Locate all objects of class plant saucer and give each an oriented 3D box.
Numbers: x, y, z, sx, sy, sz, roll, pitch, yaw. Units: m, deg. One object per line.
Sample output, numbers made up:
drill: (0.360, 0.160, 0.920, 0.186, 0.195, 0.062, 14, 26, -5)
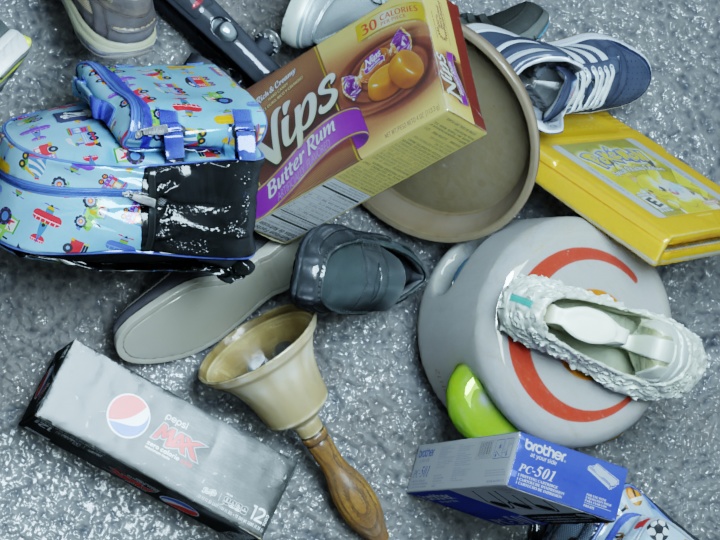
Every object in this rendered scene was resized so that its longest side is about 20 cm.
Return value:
plant saucer: (0.055, -0.116, 1.542, 0.200, 0.200, 0.029, 52, 41, -4)

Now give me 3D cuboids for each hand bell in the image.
hand bell: (-0.032, 0.134, 1.528, 0.104, 0.104, 0.200, -40, 112, -23)

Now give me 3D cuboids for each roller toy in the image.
roller toy: (0.147, 0.049, 1.578, 0.200, 0.140, 0.183, 4, 88, -26)

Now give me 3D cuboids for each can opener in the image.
can opener: (-0.134, -0.203, 1.559, 0.200, 0.063, 0.079, 49, 63, -6)

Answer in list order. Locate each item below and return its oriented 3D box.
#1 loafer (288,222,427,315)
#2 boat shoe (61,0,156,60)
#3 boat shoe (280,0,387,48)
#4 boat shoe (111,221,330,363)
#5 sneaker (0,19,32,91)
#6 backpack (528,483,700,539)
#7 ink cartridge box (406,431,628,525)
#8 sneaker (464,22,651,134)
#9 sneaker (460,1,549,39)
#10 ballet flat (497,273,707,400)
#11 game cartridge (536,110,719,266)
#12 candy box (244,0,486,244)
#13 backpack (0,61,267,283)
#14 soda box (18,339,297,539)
loafer: (0.000, 0.000, 1.505, 0.070, 0.201, 0.068, 14, 97, 17)
boat shoe: (-0.214, -0.251, 1.502, 0.074, 0.073, 0.200, -23, 63, -37)
boat shoe: (0.014, -0.239, 1.599, 0.071, 0.070, 0.201, 31, 53, 18)
boat shoe: (-0.117, 0.005, 1.538, 0.200, 0.073, 0.063, -31, 50, -19)
sneaker: (-0.340, -0.131, 1.466, 0.085, 0.074, 0.200, 44, 58, -2)
backpack: (0.208, 0.284, 1.555, 0.200, 0.154, 0.191, 39, 79, -13)
ink cartridge box: (0.118, 0.163, 1.508, 0.094, 0.200, 0.044, 20, 76, -17)
sneaker: (0.174, -0.151, 1.583, 0.200, 0.108, 0.070, 4, 110, -30)
sneaker: (0.071, -0.191, 1.632, 0.200, 0.073, 0.082, -29, 89, -25)
ballet flat: (0.195, 0.056, 1.488, 0.200, 0.072, 0.072, 17, 73, -26)
game cartridge: (0.216, -0.076, 1.597, 0.200, 0.032, 0.176, 40, 28, 29)
candy box: (-0.008, -0.116, 1.472, 0.056, 0.200, 0.117, 24, 47, -48)
backpack: (-0.185, -0.077, 1.447, 0.200, 0.183, 0.135, -1, 112, -19)
soda box: (-0.153, 0.132, 1.483, 0.200, 0.063, 0.071, 31, 69, -14)
